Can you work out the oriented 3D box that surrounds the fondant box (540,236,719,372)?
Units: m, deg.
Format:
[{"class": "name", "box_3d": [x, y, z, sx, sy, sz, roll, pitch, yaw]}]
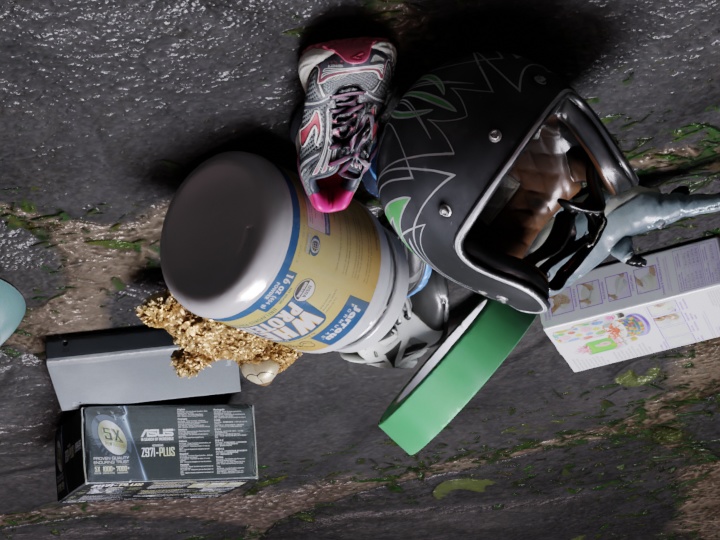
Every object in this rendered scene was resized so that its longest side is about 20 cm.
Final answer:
[{"class": "fondant box", "box_3d": [0.300, 0.039, 1.900, 0.198, 0.059, 0.144, -16, 154, 15]}]

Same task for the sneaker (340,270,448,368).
[{"class": "sneaker", "box_3d": [0.031, 0.051, 1.810, 0.087, 0.075, 0.200, -2, 154, -18]}]

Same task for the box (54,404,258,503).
[{"class": "box", "box_3d": [-0.233, 0.207, 2.027, 0.198, 0.087, 0.164, 0, 166, -20]}]

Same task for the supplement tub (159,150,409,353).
[{"class": "supplement tub", "box_3d": [-0.063, -0.010, 1.580, 0.144, 0.146, 0.199, -25, 150, 32]}]

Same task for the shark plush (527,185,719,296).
[{"class": "shark plush", "box_3d": [0.251, -0.034, 1.698, 0.198, 0.084, 0.091, -12, 155, 8]}]

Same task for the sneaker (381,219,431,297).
[{"class": "sneaker", "box_3d": [0.000, 0.000, 1.709, 0.082, 0.072, 0.199, 4, 156, -37]}]

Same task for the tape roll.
[{"class": "tape roll", "box_3d": [0.100, 0.097, 1.823, 0.201, 0.048, 0.200, -49, 179, -1]}]

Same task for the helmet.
[{"class": "helmet", "box_3d": [0.104, -0.080, 1.427, 0.199, 0.201, 0.190, -29, 123, 38]}]

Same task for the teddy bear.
[{"class": "teddy bear", "box_3d": [-0.132, 0.060, 1.769, 0.144, 0.067, 0.201, -24, 143, 3]}]

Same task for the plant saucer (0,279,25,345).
[{"class": "plant saucer", "box_3d": [-0.424, 0.055, 1.741, 0.197, 0.036, 0.200, -6, 155, -3]}]

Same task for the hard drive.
[{"class": "hard drive", "box_3d": [-0.227, 0.101, 1.903, 0.197, 0.033, 0.140, -6, 155, -5]}]

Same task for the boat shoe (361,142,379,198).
[{"class": "boat shoe", "box_3d": [0.085, -0.070, 1.575, 0.198, 0.085, 0.069, 8, 155, -26]}]

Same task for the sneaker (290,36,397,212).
[{"class": "sneaker", "box_3d": [-0.010, -0.121, 1.444, 0.080, 0.075, 0.201, -4, 154, -8]}]
